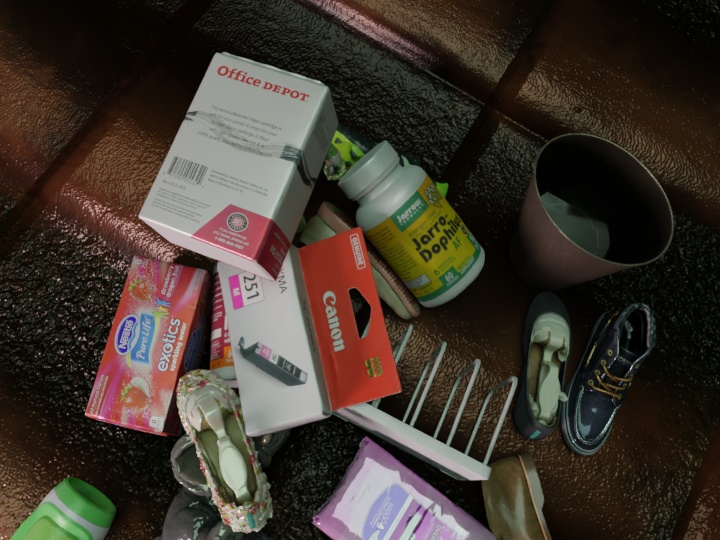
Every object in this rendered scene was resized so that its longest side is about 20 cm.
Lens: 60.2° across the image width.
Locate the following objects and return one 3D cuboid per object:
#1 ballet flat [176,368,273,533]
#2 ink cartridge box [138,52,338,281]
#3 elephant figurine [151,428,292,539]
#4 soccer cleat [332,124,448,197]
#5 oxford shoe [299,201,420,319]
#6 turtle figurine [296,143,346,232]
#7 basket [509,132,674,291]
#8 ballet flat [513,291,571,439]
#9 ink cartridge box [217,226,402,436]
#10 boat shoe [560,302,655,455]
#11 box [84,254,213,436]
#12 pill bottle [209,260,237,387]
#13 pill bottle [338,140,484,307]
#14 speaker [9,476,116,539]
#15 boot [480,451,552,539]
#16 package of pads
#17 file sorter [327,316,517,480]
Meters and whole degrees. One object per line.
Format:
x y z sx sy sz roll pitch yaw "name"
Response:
-0.147 0.180 0.670 0.074 0.065 0.202 -25 61 -19 "ballet flat"
-0.125 -0.113 0.676 0.142 0.084 0.204 19 78 12 "ink cartridge box"
-0.157 0.233 0.740 0.152 0.141 0.205 13 66 -33 "elephant figurine"
0.037 -0.148 0.889 0.198 0.068 0.082 36 58 -3 "soccer cleat"
0.000 0.000 0.852 0.074 0.071 0.200 -45 81 12 "oxford shoe"
-0.098 -0.123 0.809 0.142 0.200 0.197 27 51 -17 "turtle figurine"
0.273 -0.053 0.800 0.180 0.201 0.136 43 76 11 "basket"
0.247 0.120 0.817 0.071 0.073 0.205 14 73 1 "ballet flat"
-0.061 0.061 0.692 0.170 0.044 0.205 -18 71 11 "ink cartridge box"
0.319 0.137 0.803 0.069 0.091 0.204 22 74 4 "boat shoe"
-0.256 0.096 0.783 0.097 0.096 0.205 11 73 2 "box"
-0.137 0.042 0.798 0.106 0.110 0.205 -1 74 -3 "pill bottle"
0.064 -0.062 0.804 0.113 0.112 0.201 -43 104 -14 "pill bottle"
-0.373 0.346 0.710 0.087 0.089 0.202 32 75 7 "speaker"
0.198 0.333 0.756 0.074 0.074 0.204 -12 65 1 "boot"
0.051 0.310 0.747 0.198 0.076 0.121 36 78 8 "package of pads"
0.071 0.153 0.763 0.196 0.139 0.126 25 71 5 "file sorter"
